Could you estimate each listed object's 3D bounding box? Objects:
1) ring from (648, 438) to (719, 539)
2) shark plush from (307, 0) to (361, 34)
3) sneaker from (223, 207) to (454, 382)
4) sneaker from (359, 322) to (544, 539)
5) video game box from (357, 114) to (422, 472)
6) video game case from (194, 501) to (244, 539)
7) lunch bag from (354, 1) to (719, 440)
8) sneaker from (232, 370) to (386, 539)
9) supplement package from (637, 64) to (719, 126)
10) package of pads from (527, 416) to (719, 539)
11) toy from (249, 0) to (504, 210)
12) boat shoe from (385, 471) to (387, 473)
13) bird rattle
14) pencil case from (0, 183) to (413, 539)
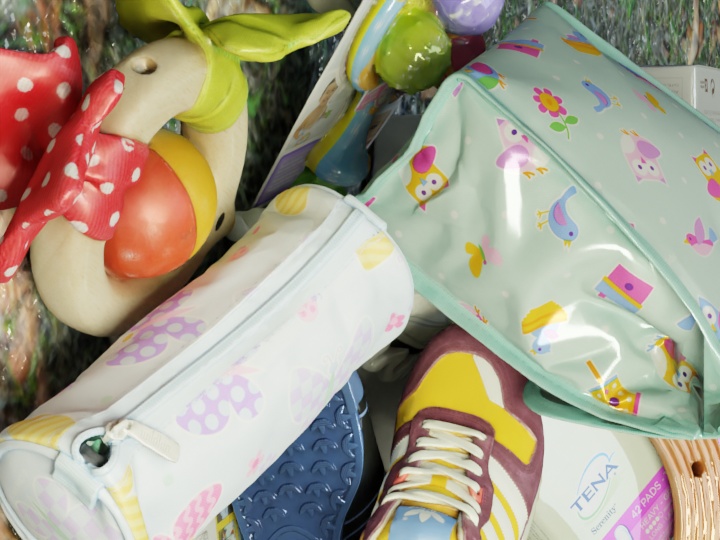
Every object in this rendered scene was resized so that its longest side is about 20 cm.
[{"bbox_3d":[0.105,0.130,1.090,0.200,0.019,0.201,0,89,-30],"label":"ring"},{"bbox_3d":[0.019,-0.195,1.030,0.200,0.083,0.091,-59,-177,34],"label":"shark plush"},{"bbox_3d":[0.000,0.000,1.064,0.200,0.081,0.075,18,49,-62],"label":"sneaker"},{"bbox_3d":[0.040,0.109,0.979,0.090,0.075,0.201,63,31,-65],"label":"sneaker"},{"bbox_3d":[0.053,0.025,1.250,0.182,0.047,0.201,22,71,-62],"label":"video game box"},{"bbox_3d":[-0.066,0.142,1.023,0.182,0.023,0.201,-32,119,-61],"label":"video game case"},{"bbox_3d":[0.116,-0.015,1.021,0.122,0.200,0.170,-51,177,28],"label":"lunch bag"},{"bbox_3d":[-0.018,0.116,1.031,0.078,0.070,0.201,-52,139,-70],"label":"sneaker"},{"bbox_3d":[0.161,-0.021,1.296,0.117,0.116,0.201,-6,98,-67],"label":"supplement package"},{"bbox_3d":[0.133,0.060,1.155,0.200,0.068,0.155,-48,109,-22],"label":"package of pads"},{"bbox_3d":[0.029,-0.104,1.047,0.115,0.047,0.200,-30,160,-55],"label":"toy"},{"bbox_3d":[0.041,0.177,1.200,0.200,0.072,0.068,53,47,-51],"label":"boat shoe"},{"bbox_3d":[-0.088,-0.042,0.879,0.200,0.112,0.163,-57,157,-45],"label":"bird rattle"},{"bbox_3d":[-0.063,0.046,0.891,0.200,0.083,0.091,-42,152,-37],"label":"pencil case"}]
